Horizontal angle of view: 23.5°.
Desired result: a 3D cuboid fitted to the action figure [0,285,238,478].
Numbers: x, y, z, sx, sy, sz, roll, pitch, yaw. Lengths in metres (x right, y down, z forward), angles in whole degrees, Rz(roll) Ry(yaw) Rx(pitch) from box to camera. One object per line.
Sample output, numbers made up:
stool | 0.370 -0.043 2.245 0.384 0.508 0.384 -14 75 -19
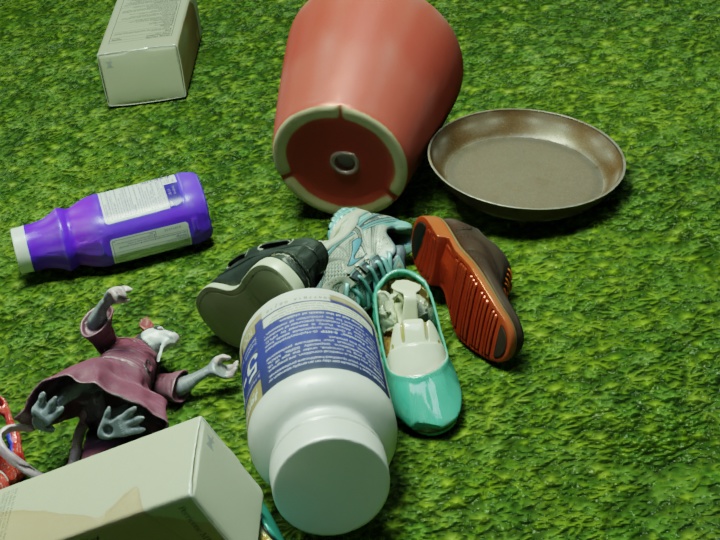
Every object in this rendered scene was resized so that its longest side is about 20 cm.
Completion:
action figure | -0.203 0.103 1.493 0.149 0.134 0.200 -47 7 18

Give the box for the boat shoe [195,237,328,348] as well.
boat shoe | -0.084 0.013 1.526 0.066 0.075 0.199 -46 2 -28

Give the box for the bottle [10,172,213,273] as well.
bottle | -0.252 -0.043 1.752 0.198 0.066 0.084 -15 30 -8

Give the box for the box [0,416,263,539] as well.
box | -0.178 0.189 1.244 0.199 0.095 0.078 -22 35 20

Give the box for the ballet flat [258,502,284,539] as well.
ballet flat | -0.070 0.222 1.254 0.070 0.071 0.200 -20 32 -17

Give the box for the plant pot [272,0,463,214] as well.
plant pot | -0.002 -0.165 1.777 0.198 0.202 0.178 0 42 16

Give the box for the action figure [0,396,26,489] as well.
action figure | -0.330 0.139 1.489 0.065 0.052 0.200 -16 33 -17

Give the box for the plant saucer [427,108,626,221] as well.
plant saucer | 0.166 -0.102 1.734 0.198 0.032 0.201 1 33 -1

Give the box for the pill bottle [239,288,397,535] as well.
pill bottle | -0.033 0.112 1.368 0.119 0.121 0.200 -11 29 -1

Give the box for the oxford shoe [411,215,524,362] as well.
oxford shoe | 0.112 0.010 1.552 0.072 0.072 0.200 -1 35 -22

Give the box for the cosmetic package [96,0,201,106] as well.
cosmetic package | -0.260 -0.282 2.153 0.104 0.072 0.201 -6 30 6

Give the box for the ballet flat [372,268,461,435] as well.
ballet flat | 0.042 0.060 1.483 0.067 0.071 0.201 -11 30 -2

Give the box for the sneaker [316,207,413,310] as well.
sneaker | 0.000 0.000 1.595 0.085 0.078 0.200 3 33 15
